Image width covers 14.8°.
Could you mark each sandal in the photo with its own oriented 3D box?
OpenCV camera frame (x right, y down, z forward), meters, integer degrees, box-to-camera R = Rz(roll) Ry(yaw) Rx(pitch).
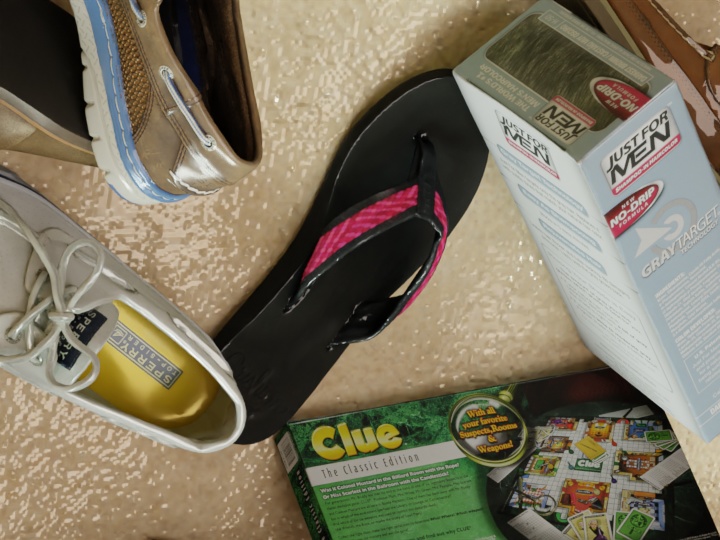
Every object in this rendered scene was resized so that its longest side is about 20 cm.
[{"bbox_3d":[0.000,0.000,1.260,0.075,0.045,0.200,36,89,-35],"label":"sandal"}]

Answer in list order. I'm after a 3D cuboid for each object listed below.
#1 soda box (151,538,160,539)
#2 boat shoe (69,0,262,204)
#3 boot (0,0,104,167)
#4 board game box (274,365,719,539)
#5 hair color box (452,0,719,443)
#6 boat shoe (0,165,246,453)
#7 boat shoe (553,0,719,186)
[{"bbox_3d":[-0.011,0.179,1.312,0.200,0.071,0.063,12,105,-33],"label":"soda box"},{"bbox_3d":[-0.078,-0.128,1.115,0.072,0.072,0.200,-28,108,-52],"label":"boat shoe"},{"bbox_3d":[-0.169,-0.076,1.131,0.200,0.074,0.075,19,129,-40],"label":"boot"},{"bbox_3d":[0.067,0.105,1.315,0.200,0.105,0.023,-8,155,-27],"label":"board game box"},{"bbox_3d":[0.123,-0.021,1.274,0.061,0.099,0.200,-40,134,-10],"label":"hair color box"},{"bbox_3d":[-0.127,0.021,1.163,0.202,0.086,0.075,38,89,-29],"label":"boat shoe"},{"bbox_3d":[0.159,-0.075,1.290,0.068,0.072,0.200,-39,106,-11],"label":"boat shoe"}]
